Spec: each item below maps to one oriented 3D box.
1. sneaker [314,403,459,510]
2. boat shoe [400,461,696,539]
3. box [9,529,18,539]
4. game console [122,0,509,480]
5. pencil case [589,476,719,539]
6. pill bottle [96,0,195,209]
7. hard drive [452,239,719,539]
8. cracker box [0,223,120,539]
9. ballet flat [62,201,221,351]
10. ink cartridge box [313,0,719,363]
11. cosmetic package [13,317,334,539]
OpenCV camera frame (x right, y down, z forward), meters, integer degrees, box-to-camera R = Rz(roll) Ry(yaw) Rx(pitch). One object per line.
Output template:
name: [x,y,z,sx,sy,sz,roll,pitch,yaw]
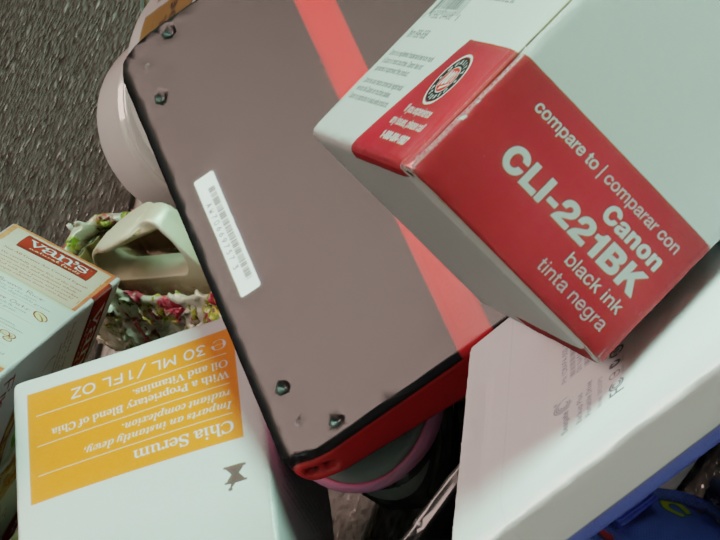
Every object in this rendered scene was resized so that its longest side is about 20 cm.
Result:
sneaker: [0.000,0.000,1.100,0.079,0.095,0.200,-15,63,18]
boat shoe: [0.062,0.051,0.960,0.200,0.066,0.070,-59,24,24]
box: [-0.133,0.113,1.274,0.200,0.021,0.163,-48,-1,16]
game console: [0.016,-0.048,1.042,0.177,0.031,0.200,-34,57,16]
pencil case: [0.046,0.141,0.892,0.087,0.078,0.200,56,131,20]
pill bottle: [-0.034,-0.086,1.247,0.200,0.114,0.114,-26,47,60]
hard drive: [0.110,-0.001,0.837,0.200,0.025,0.132,-39,17,21]
cracker box: [-0.172,0.074,1.169,0.134,0.058,0.200,-66,-6,21]
ballet flat: [-0.058,-0.003,1.223,0.200,0.064,0.076,-11,38,46]
ink cartridge box: [0.093,-0.080,0.871,0.200,0.084,0.144,-47,13,-3]
cosmetic package: [-0.063,0.119,1.047,0.101,0.071,0.200,-19,46,10]
